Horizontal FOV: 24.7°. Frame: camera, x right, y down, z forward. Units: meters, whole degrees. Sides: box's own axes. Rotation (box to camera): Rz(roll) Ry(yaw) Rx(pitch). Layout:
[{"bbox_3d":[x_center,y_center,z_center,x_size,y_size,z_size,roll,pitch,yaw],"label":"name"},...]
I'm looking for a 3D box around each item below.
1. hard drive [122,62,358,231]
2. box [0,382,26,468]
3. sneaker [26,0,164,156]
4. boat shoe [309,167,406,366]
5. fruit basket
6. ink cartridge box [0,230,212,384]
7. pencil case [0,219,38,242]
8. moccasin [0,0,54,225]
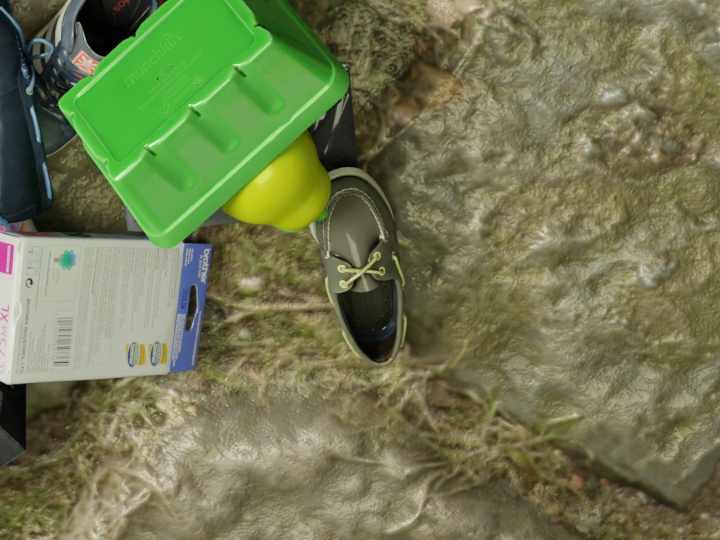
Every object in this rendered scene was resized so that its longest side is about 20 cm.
[{"bbox_3d":[-0.105,-0.108,1.370,0.200,0.042,0.135,-10,120,-7],"label":"hard drive"},{"bbox_3d":[-0.382,0.085,1.372,0.106,0.122,0.200,-35,118,8],"label":"box"},{"bbox_3d":[-0.220,-0.165,1.292,0.075,0.085,0.200,25,111,-23],"label":"sneaker"},{"bbox_3d":[0.003,-0.001,1.415,0.072,0.060,0.202,-15,134,-2],"label":"boat shoe"},{"bbox_3d":[-0.104,-0.112,1.286,0.216,0.156,0.216,-30,153,-17],"label":"fruit basket"},{"bbox_3d":[-0.215,0.029,1.369,0.200,0.042,0.119,0,100,-45],"label":"ink cartridge box"},{"bbox_3d":[-0.296,-0.010,1.363,0.087,0.087,0.200,-21,120,1],"label":"pencil case"},{"bbox_3d":[-0.277,-0.137,1.270,0.068,0.080,0.200,-11,106,-38],"label":"moccasin"}]
